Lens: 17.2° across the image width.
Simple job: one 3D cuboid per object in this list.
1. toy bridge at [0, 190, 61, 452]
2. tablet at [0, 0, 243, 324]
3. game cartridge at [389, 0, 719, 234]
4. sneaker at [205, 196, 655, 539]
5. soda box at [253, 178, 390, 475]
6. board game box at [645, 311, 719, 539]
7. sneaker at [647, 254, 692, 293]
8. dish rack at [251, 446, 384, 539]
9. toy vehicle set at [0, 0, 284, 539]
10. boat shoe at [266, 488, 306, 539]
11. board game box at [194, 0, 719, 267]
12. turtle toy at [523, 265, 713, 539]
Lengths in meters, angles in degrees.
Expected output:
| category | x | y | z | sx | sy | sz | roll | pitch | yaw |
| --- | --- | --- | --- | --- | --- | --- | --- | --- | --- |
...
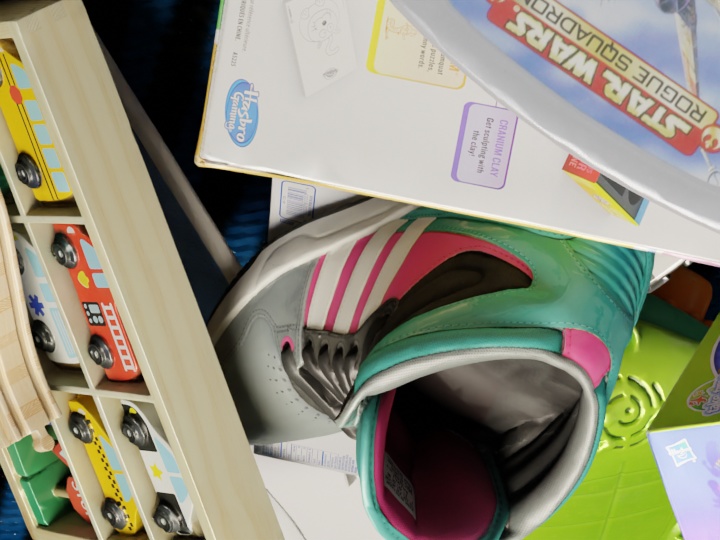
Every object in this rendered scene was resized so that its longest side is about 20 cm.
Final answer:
| category | x | y | z | sx | sy | sz | roll | pitch | yaw |
| --- | --- | --- | --- | --- | --- | --- | --- | --- | --- |
| toy bridge | -0.147 | -0.030 | 0.786 | 0.067 | 0.027 | 0.201 | -18 | 100 | 53 |
| tablet | -0.102 | -0.035 | 0.849 | 0.130 | 0.014 | 0.200 | 8 | 138 | 45 |
| game cartridge | 0.088 | -0.090 | 0.628 | 0.200 | 0.042 | 0.133 | 34 | 100 | -2 |
| sneaker | 0.011 | 0.042 | 0.758 | 0.084 | 0.121 | 0.200 | 38 | 133 | -25 |
| soda box | 0.000 | 0.000 | 0.878 | 0.063 | 0.068 | 0.200 | 12 | 147 | 2 |
| board game box | 0.182 | 0.010 | 0.709 | 0.134 | 0.200 | 0.045 | -10 | 112 | 31 |
| sneaker | 0.101 | -0.060 | 0.769 | 0.088 | 0.076 | 0.200 | 41 | 136 | -13 |
| dish rack | -0.066 | 0.090 | 1.059 | 0.199 | 0.044 | 0.172 | 7 | 147 | 12 |
| toy vehicle set | -0.104 | 0.006 | 0.809 | 0.124 | 0.026 | 0.201 | 1 | 116 | 50 |
| boat shoe | -0.102 | 0.065 | 0.912 | 0.200 | 0.062 | 0.072 | 46 | 152 | -10 |
| board game box | 0.064 | -0.086 | 0.671 | 0.199 | 0.040 | 0.154 | 12 | 104 | 3 |
| turtle toy | 0.080 | 0.064 | 0.910 | 0.145 | 0.101 | 0.200 | -9 | 149 | -11 |
